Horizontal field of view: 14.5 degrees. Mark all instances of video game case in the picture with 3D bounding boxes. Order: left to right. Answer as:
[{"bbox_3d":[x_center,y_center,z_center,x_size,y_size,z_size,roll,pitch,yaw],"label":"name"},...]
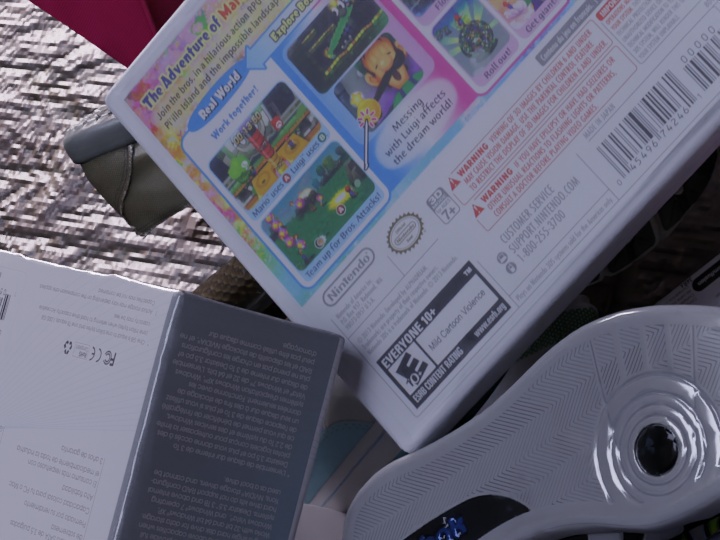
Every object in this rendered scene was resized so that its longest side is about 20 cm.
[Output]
[{"bbox_3d":[0.028,-0.069,0.998,0.200,0.024,0.182,-48,70,18],"label":"video game case"}]

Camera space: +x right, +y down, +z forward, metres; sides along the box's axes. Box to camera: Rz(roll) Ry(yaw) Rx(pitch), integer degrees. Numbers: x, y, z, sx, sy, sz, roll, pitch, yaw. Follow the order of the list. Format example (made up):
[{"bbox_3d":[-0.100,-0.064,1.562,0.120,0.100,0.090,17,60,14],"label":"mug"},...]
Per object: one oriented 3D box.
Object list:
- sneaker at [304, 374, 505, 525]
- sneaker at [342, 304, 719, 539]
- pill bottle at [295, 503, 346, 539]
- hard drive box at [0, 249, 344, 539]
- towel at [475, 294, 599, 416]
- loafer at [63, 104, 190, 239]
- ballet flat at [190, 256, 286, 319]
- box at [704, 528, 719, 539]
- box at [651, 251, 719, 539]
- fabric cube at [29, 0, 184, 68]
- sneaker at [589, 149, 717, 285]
[{"bbox_3d":[0.000,0.000,1.081,0.130,0.080,0.200,40,114,12],"label":"sneaker"},{"bbox_3d":[0.097,0.065,0.979,0.200,0.112,0.073,-27,69,37],"label":"sneaker"},{"bbox_3d":[-0.042,0.192,1.075,0.111,0.111,0.200,49,129,42],"label":"pill bottle"},{"bbox_3d":[-0.102,0.102,1.018,0.156,0.077,0.201,12,86,53],"label":"hard drive box"},{"bbox_3d":[0.046,0.122,1.128,0.149,0.031,0.201,-26,56,32],"label":"towel"},{"bbox_3d":[-0.036,-0.065,1.266,0.200,0.075,0.070,-16,104,30],"label":"loafer"},{"bbox_3d":[-0.035,-0.005,1.232,0.200,0.067,0.046,-44,61,27],"label":"ballet flat"},{"bbox_3d":[0.121,0.193,0.859,0.117,0.197,0.200,-37,81,15],"label":"box"},{"bbox_3d":[0.102,0.088,1.064,0.200,0.035,0.110,-39,56,13],"label":"box"},{"bbox_3d":[-0.083,-0.227,1.231,0.196,0.200,0.199,-35,43,-18],"label":"fabric cube"},{"bbox_3d":[0.058,-0.029,1.136,0.200,0.090,0.079,-20,96,37],"label":"sneaker"}]
